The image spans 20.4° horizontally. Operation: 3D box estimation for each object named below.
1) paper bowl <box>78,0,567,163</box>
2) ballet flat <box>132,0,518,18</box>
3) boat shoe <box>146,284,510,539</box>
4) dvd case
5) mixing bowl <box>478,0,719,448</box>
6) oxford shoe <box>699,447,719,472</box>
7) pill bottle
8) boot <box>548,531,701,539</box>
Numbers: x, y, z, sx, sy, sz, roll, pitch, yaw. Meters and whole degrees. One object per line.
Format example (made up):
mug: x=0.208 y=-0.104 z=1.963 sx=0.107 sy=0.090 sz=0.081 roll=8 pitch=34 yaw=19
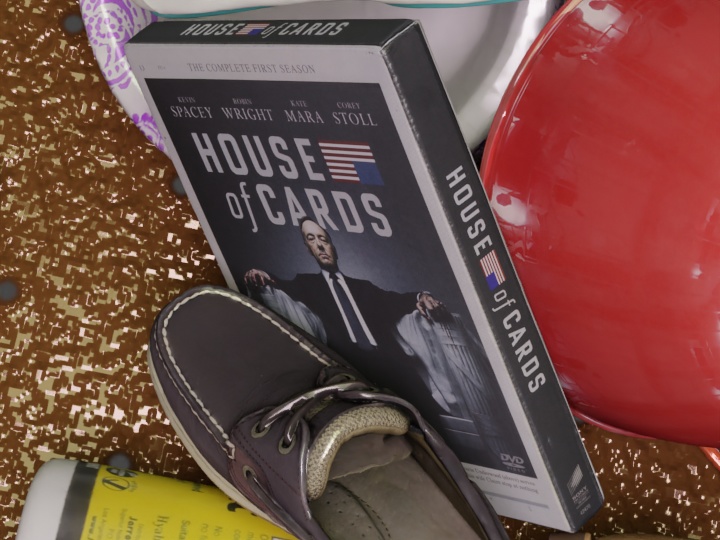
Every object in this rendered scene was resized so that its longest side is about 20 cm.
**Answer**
paper bowl: x=-0.008 y=-0.127 z=0.823 sx=0.200 sy=0.104 sz=0.201 roll=1 pitch=96 yaw=14
ballet flat: x=-0.001 y=-0.131 z=0.727 sx=0.199 sy=0.069 sz=0.070 roll=-2 pitch=72 yaw=18
boat shoe: x=-0.004 y=0.068 z=0.707 sx=0.072 sy=0.065 sz=0.200 roll=-32 pitch=63 yaw=-20
dvd case: x=0.000 y=0.000 z=0.741 sx=0.025 sy=0.150 sz=0.200 roll=-39 pitch=119 yaw=-31
mixing bowl: x=0.151 y=-0.015 z=0.703 sx=0.199 sy=0.108 sz=0.201 roll=-7 pitch=110 yaw=-21
oxford shoe: x=0.206 y=0.075 z=0.827 sx=0.200 sy=0.073 sz=0.071 roll=39 pitch=73 yaw=6
pill bottle: x=-0.034 y=0.142 z=0.759 sx=0.199 sy=0.111 sz=0.112 roll=12 pitch=72 yaw=-4
boot: x=0.105 y=0.180 z=0.696 sx=0.075 sy=0.074 sz=0.201 roll=-3 pitch=54 yaw=7
